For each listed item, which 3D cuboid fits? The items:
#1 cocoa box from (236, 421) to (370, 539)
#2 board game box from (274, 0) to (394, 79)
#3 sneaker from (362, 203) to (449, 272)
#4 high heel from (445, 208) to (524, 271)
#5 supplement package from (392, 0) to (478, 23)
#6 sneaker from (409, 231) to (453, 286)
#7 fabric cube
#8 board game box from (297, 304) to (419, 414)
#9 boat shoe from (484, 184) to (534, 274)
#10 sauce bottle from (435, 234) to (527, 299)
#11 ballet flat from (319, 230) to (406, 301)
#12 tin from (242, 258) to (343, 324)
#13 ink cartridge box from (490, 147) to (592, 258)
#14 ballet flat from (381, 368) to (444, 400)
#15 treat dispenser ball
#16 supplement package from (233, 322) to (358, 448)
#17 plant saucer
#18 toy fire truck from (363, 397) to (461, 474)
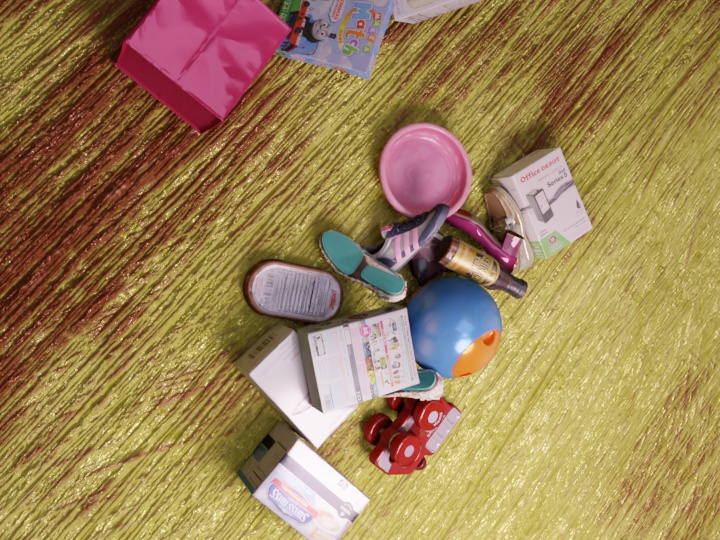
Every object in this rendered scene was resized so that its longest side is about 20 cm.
[{"bbox_3d":[-0.110,0.409,1.416,0.200,0.133,0.131,45,77,-18],"label":"cocoa box"},{"bbox_3d":[-0.055,-0.453,1.391,0.199,0.037,0.152,18,85,11],"label":"board game box"},{"bbox_3d":[0.086,-0.072,1.469,0.082,0.070,0.200,41,112,-11],"label":"sneaker"},{"bbox_3d":[0.234,-0.062,1.565,0.199,0.067,0.096,25,111,9],"label":"high heel"},{"bbox_3d":[0.155,-0.575,1.419,0.199,0.151,0.152,-13,101,21],"label":"supplement package"},{"bbox_3d":[0.173,-0.006,1.560,0.200,0.076,0.116,29,92,-17],"label":"sneaker"},{"bbox_3d":[-0.273,-0.380,1.272,0.200,0.196,0.200,38,80,-21],"label":"fabric cube"},{"bbox_3d":[-0.002,0.157,1.365,0.199,0.064,0.148,-13,98,-23],"label":"board game box"},{"bbox_3d":[0.310,-0.084,1.604,0.066,0.074,0.201,-33,105,-24],"label":"boat shoe"},{"bbox_3d":[0.247,-0.003,1.506,0.199,0.066,0.066,25,83,-17],"label":"sauce bottle"},{"bbox_3d":[0.000,0.000,1.458,0.200,0.064,0.076,37,70,8],"label":"ballet flat"},{"bbox_3d":[-0.127,0.043,1.443,0.199,0.042,0.112,11,93,-24],"label":"tin"},{"bbox_3d":[0.394,-0.146,1.631,0.145,0.084,0.201,-31,104,-19],"label":"ink cartridge box"},{"bbox_3d":[0.075,0.227,1.473,0.064,0.199,0.076,53,51,-45],"label":"ballet flat"},{"bbox_3d":[0.181,0.113,1.489,0.200,0.201,0.202,-1,93,-23],"label":"treat dispenser ball"},{"bbox_3d":[-0.121,0.214,1.410,0.117,0.117,0.200,-45,109,-16],"label":"supplement package"},{"bbox_3d":[0.127,-0.197,1.521,0.200,0.051,0.201,1,87,-18],"label":"plant saucer"},{"bbox_3d":[0.112,0.334,1.532,0.200,0.112,0.168,-53,129,-11],"label":"toy fire truck"}]
